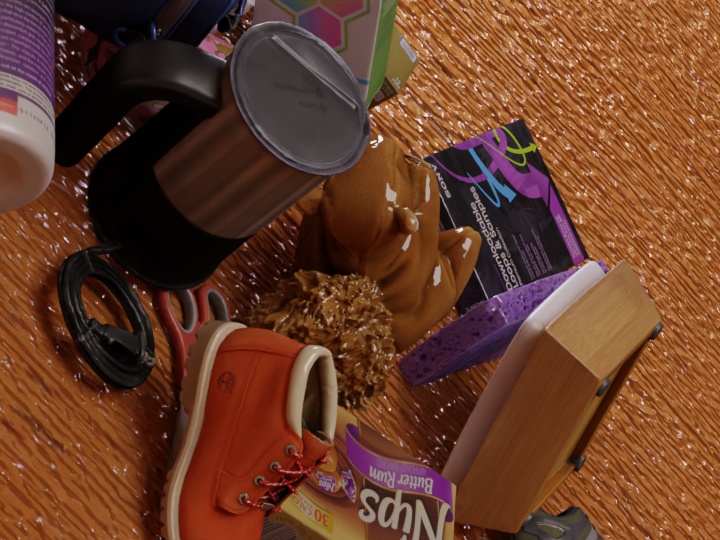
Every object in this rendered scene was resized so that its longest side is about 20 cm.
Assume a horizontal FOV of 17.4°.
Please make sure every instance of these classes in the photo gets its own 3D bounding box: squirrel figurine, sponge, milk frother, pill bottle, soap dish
[{"bbox_3d":[0.000,0.000,1.733,0.187,0.140,0.201,90,21,-69],"label":"squirrel figurine"},{"bbox_3d":[0.124,0.043,1.940,0.199,0.111,0.030,-16,73,-56],"label":"sponge"},{"bbox_3d":[-0.109,-0.041,1.603,0.179,0.188,0.202,5,62,-38],"label":"milk frother"},{"bbox_3d":[-0.256,-0.147,1.545,0.111,0.111,0.202,27,48,-42],"label":"pill bottle"},{"bbox_3d":[0.152,0.103,1.863,0.081,0.201,0.157,34,33,14],"label":"soap dish"}]

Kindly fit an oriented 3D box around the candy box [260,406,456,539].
[{"bbox_3d":[-0.012,0.172,1.719,0.200,0.056,0.117,36,42,-34],"label":"candy box"}]

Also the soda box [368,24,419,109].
[{"bbox_3d":[-0.039,-0.224,1.935,0.201,0.067,0.064,54,35,-16],"label":"soda box"}]

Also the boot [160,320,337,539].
[{"bbox_3d":[-0.071,0.138,1.578,0.075,0.106,0.202,8,89,-59],"label":"boot"}]

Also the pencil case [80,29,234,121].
[{"bbox_3d":[-0.115,-0.141,1.765,0.199,0.087,0.083,22,9,-46],"label":"pencil case"}]

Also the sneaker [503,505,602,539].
[{"bbox_3d":[0.188,0.239,1.939,0.199,0.074,0.082,28,44,-44],"label":"sneaker"}]

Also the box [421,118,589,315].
[{"bbox_3d":[0.119,-0.048,2.065,0.200,0.036,0.144,-25,90,-56],"label":"box"}]

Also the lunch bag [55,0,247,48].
[{"bbox_3d":[-0.129,-0.237,1.628,0.132,0.136,0.201,25,60,-18],"label":"lunch bag"}]

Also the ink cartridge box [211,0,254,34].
[{"bbox_3d":[-0.150,-0.296,1.816,0.145,0.084,0.201,34,46,-36],"label":"ink cartridge box"}]

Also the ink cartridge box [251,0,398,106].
[{"bbox_3d":[-0.023,-0.233,1.832,0.103,0.201,0.059,17,34,11],"label":"ink cartridge box"}]

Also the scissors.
[{"bbox_3d":[-0.116,0.091,1.666,0.073,0.014,0.201,30,45,-43],"label":"scissors"}]
